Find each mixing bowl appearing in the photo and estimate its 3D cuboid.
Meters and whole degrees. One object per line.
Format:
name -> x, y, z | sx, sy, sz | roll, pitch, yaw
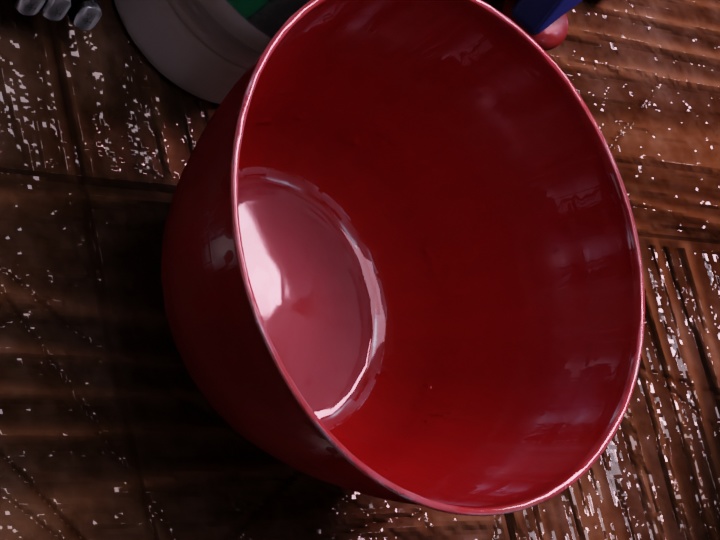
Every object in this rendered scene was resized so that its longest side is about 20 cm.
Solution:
mixing bowl -> 0.000, 0.000, 0.814 | 0.200, 0.108, 0.200 | 14, 69, -39

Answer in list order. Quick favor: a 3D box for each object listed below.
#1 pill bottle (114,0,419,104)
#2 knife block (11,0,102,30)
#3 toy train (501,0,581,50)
pill bottle -> -0.004, -0.148, 0.839 | 0.113, 0.200, 0.113 | 21, 54, -32
knife block -> -0.121, -0.198, 0.863 | 0.176, 0.064, 0.200 | 51, 43, -8
toy train -> 0.108, -0.199, 1.064 | 0.116, 0.085, 0.200 | 44, 43, 5
